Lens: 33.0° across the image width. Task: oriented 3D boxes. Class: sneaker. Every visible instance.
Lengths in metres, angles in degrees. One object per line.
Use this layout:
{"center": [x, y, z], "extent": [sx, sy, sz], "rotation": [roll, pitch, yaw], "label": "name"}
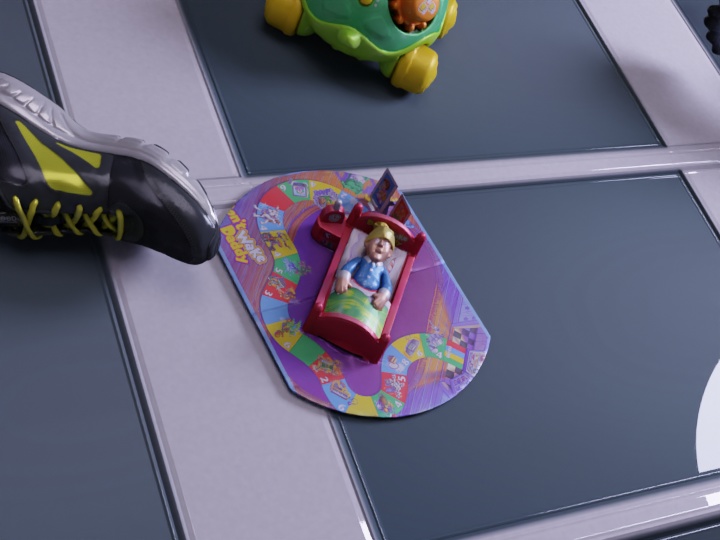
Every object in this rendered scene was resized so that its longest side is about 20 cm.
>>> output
{"center": [-0.181, -0.044, 0.750], "extent": [0.198, 0.075, 0.085], "rotation": [26, 54, 10], "label": "sneaker"}

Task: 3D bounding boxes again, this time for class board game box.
{"center": [0.000, 0.000, 0.801], "extent": [0.157, 0.039, 0.201], "rotation": [-14, 60, -31], "label": "board game box"}

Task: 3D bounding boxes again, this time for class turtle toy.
{"center": [0.018, -0.242, 0.958], "extent": [0.144, 0.101, 0.201], "rotation": [24, 48, -4], "label": "turtle toy"}

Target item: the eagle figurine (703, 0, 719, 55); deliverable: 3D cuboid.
{"center": [0.403, -0.163, 1.046], "extent": [0.149, 0.152, 0.202], "rotation": [-19, 66, -10], "label": "eagle figurine"}
